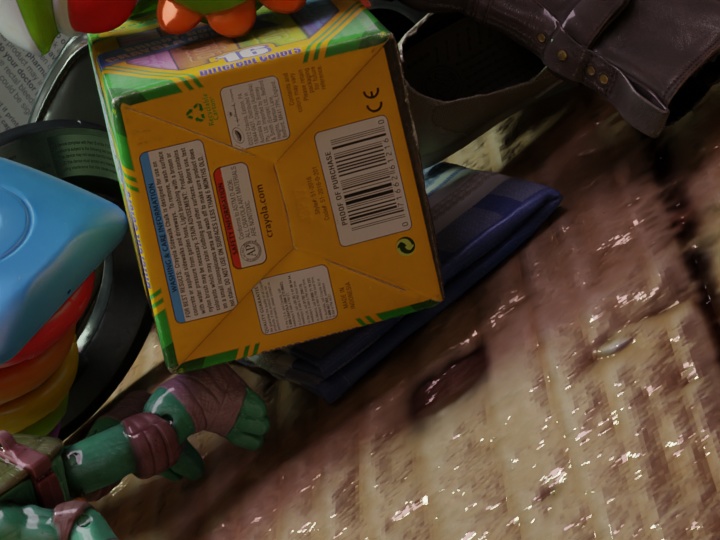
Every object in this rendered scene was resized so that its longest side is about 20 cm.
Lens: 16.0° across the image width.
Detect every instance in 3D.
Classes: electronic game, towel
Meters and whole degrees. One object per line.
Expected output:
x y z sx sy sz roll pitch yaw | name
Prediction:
-0.170 0.019 1.242 0.200 0.200 0.042 -42 54 -17 | electronic game
0.000 0.000 1.203 0.147 0.024 0.200 -39 19 -14 | towel

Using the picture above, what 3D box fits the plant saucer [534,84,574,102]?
0.050 -0.140 1.338 0.070 0.019 0.200 -22 39 -3 | plant saucer

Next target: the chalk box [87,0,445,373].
-0.049 -0.054 1.140 0.123 0.125 0.200 -14 17 -6 | chalk box

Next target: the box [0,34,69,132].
-0.176 -0.104 1.553 0.105 0.184 0.200 -21 22 46 | box

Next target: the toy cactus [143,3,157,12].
-0.067 -0.167 1.372 0.199 0.103 0.165 16 12 22 | toy cactus

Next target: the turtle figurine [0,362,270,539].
-0.134 0.110 1.058 0.149 0.101 0.200 -3 28 48 | turtle figurine

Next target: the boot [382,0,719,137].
0.101 -0.135 1.153 0.200 0.173 0.069 -51 -18 -48 | boot

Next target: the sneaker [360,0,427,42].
0.040 -0.146 1.287 0.199 0.085 0.075 -9 11 -26 | sneaker

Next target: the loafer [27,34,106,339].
-0.155 -0.030 1.379 0.072 0.072 0.201 -90 13 -74 | loafer

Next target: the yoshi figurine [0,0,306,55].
-0.100 -0.155 1.110 0.199 0.113 0.112 -2 9 7 | yoshi figurine

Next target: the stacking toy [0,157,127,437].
-0.168 0.054 1.153 0.109 0.201 0.116 20 46 22 | stacking toy

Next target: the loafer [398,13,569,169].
0.085 -0.120 1.227 0.200 0.076 0.068 -40 -3 -13 | loafer
